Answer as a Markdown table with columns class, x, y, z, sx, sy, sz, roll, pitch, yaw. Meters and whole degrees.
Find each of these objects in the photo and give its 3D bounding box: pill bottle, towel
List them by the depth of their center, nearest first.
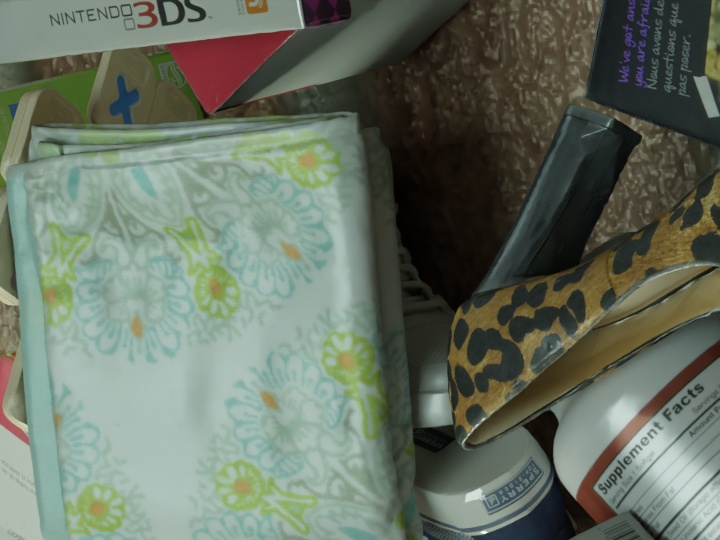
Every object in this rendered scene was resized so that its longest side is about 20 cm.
| class | x | y | z | sx | sy | sz | roll | pitch | yaw |
| --- | --- | --- | --- | --- | --- | --- | --- | --- | --- |
| pill bottle | 0.153 | 0.083 | 0.879 | 0.200 | 0.112 | 0.112 | 47 | 129 | 19 |
| towel | -0.065 | 0.033 | 0.911 | 0.171 | 0.048 | 0.201 | -2 | 98 | 24 |

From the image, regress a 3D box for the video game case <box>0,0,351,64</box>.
| class | x | y | z | sx | sy | sz | roll | pitch | yaw |
| --- | --- | --- | --- | --- | --- | --- | --- | --- | --- |
| video game case | -0.096 | -0.189 | 0.855 | 0.181 | 0.036 | 0.201 | -1 | 103 | 39 |

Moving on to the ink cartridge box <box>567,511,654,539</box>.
| class | x | y | z | sx | sy | sz | roll | pitch | yaw |
| --- | --- | --- | --- | --- | --- | --- | --- | --- | --- |
| ink cartridge box | 0.116 | 0.201 | 0.876 | 0.099 | 0.039 | 0.201 | 48 | 148 | 37 |

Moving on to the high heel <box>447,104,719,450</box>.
| class | x | y | z | sx | sy | sz | roll | pitch | yaw |
| --- | --- | --- | --- | --- | --- | --- | --- | --- | --- |
| high heel | 0.118 | 0.029 | 0.790 | 0.200 | 0.071 | 0.143 | 26 | 91 | 48 |

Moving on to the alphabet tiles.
| class | x | y | z | sx | sy | sz | roll | pitch | yaw |
| --- | --- | --- | --- | --- | --- | --- | --- | --- | --- |
| alphabet tiles | -0.113 | 0.000 | 1.013 | 0.015 | 0.200 | 0.196 | -1 | 65 | 29 |

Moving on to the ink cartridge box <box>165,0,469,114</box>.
| class | x | y | z | sx | sy | sz | roll | pitch | yaw |
| --- | --- | --- | --- | --- | --- | --- | --- | --- | --- |
| ink cartridge box | -0.031 | -0.198 | 0.919 | 0.145 | 0.145 | 0.200 | -39 | 79 | 41 |

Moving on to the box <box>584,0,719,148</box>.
| class | x | y | z | sx | sy | sz | roll | pitch | yaw |
| --- | --- | --- | --- | --- | --- | --- | --- | --- | --- |
| box | 0.202 | -0.090 | 0.773 | 0.200 | 0.122 | 0.106 | 25 | 118 | 33 |

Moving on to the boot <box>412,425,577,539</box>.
| class | x | y | z | sx | sy | sz | roll | pitch | yaw |
| --- | --- | --- | --- | --- | --- | --- | --- | --- | --- |
| boot | 0.042 | 0.108 | 0.982 | 0.091 | 0.073 | 0.200 | 62 | 169 | -19 |

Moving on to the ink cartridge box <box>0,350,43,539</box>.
| class | x | y | z | sx | sy | sz | roll | pitch | yaw |
| --- | --- | --- | --- | --- | --- | --- | --- | --- | --- |
| ink cartridge box | -0.134 | 0.152 | 1.164 | 0.145 | 0.085 | 0.201 | 30 | 120 | 30 |

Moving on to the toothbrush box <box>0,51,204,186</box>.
| class | x | y | z | sx | sy | sz | roll | pitch | yaw |
| --- | --- | --- | --- | --- | --- | --- | --- | --- | --- |
| toothbrush box | -0.192 | -0.041 | 1.071 | 0.145 | 0.200 | 0.086 | -13 | 96 | 43 |

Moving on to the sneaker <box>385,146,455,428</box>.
| class | x | y | z | sx | sy | sz | roll | pitch | yaw |
| --- | --- | --- | --- | --- | --- | --- | --- | --- | --- |
| sneaker | 0.000 | 0.000 | 0.978 | 0.200 | 0.073 | 0.116 | 21 | 117 | 60 |
